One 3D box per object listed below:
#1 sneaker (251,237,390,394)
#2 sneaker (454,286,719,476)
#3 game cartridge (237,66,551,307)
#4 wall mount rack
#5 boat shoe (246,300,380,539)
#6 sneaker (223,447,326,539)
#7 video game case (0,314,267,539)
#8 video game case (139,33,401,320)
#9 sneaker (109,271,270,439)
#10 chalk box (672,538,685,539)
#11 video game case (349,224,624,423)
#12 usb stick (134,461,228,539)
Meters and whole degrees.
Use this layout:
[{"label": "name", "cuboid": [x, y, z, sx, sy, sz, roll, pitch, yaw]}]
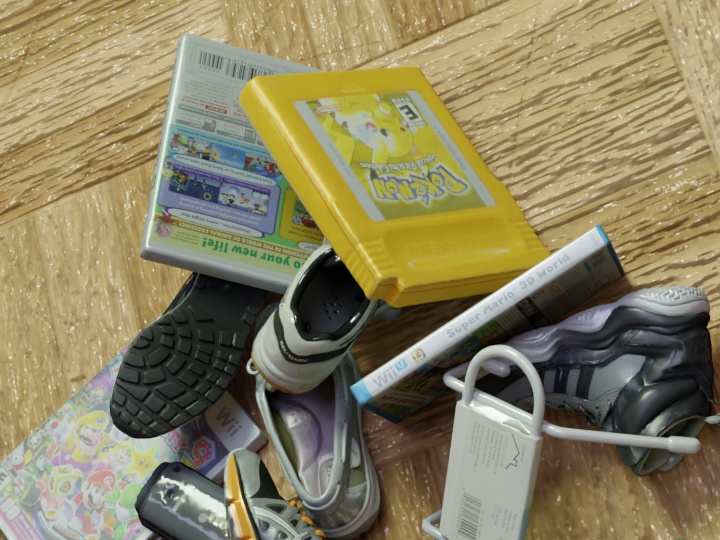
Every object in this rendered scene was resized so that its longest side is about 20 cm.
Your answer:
[{"label": "sneaker", "cuboid": [0.000, 0.000, 1.593, 0.075, 0.088, 0.201, 33, 59, -2]}, {"label": "sneaker", "cuboid": [0.158, 0.092, 1.528, 0.199, 0.075, 0.115, -24, 71, 27]}, {"label": "game cartridge", "cuboid": [0.028, -0.064, 1.603, 0.201, 0.175, 0.033, 55, 131, 26]}, {"label": "wall mount rack", "cuboid": [0.126, 0.146, 1.484, 0.173, 0.074, 0.202, 24, 118, 33]}, {"label": "boat shoe", "cuboid": [-0.038, 0.098, 1.613, 0.074, 0.065, 0.203, -22, 54, 11]}, {"label": "sneaker", "cuboid": [-0.041, 0.206, 1.520, 0.077, 0.078, 0.201, -20, 61, -10]}, {"label": "video game case", "cuboid": [-0.183, 0.146, 1.681, 0.200, 0.018, 0.143, -42, 56, -2]}, {"label": "video game case", "cuboid": [-0.054, -0.070, 1.665, 0.198, 0.022, 0.184, 14, 65, -13]}, {"label": "sneaker", "cuboid": [-0.120, 0.051, 1.659, 0.075, 0.088, 0.201, 36, 64, -3]}, {"label": "chalk box", "cuboid": [0.191, 0.258, 1.401, 0.199, 0.125, 0.124, -28, 57, 6]}, {"label": "video game case", "cuboid": [0.092, 0.040, 1.544, 0.199, 0.143, 0.018, -34, 77, 4]}, {"label": "usb stick", "cuboid": [-0.074, 0.199, 1.588, 0.199, 0.033, 0.056, 27, 81, 26]}]
